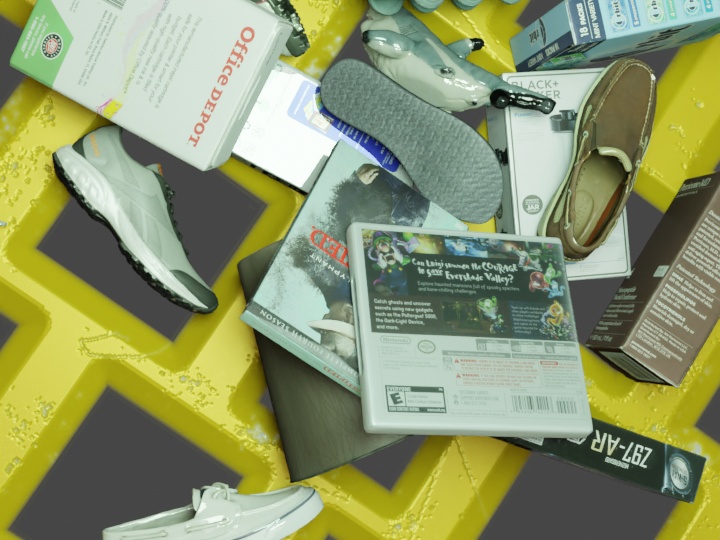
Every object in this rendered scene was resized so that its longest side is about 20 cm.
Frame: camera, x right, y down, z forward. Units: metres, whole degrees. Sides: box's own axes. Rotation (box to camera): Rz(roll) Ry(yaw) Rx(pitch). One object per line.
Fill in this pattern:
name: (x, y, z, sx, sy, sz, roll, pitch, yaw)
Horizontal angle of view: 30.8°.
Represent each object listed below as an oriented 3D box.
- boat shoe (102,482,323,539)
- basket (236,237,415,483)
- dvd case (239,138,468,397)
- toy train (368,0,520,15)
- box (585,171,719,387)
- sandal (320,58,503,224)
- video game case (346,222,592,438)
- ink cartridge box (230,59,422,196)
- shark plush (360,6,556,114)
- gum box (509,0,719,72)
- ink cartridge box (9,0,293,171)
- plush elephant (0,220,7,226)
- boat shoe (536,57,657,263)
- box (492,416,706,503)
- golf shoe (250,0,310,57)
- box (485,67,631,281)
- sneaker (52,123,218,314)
boat shoe: (-0.134, 0.225, 1.182, 0.199, 0.072, 0.066, -19, 96, -2)
basket: (-0.023, 0.064, 1.174, 0.180, 0.136, 0.201, -25, 87, 15)
dvd case: (0.000, 0.000, 1.118, 0.146, 0.022, 0.200, 34, 58, -10)
toy train: (0.077, -0.296, 1.199, 0.200, 0.085, 0.114, -12, 101, -40)
box: (0.307, 0.008, 1.249, 0.075, 0.100, 0.200, 35, 82, -7)
sandal: (0.054, -0.124, 1.195, 0.200, 0.043, 0.076, 42, 101, 4)
video game case: (0.090, 0.050, 1.100, 0.199, 0.023, 0.183, 4, 64, -19)
ink cartridge box: (-0.024, -0.111, 1.226, 0.200, 0.039, 0.100, 28, 83, -7)
shark plush: (0.084, -0.195, 1.200, 0.199, 0.091, 0.083, 18, 56, 27)
gum box: (0.258, -0.230, 1.212, 0.199, 0.170, 0.045, -14, 91, -10)
ink cartridge box: (-0.179, -0.197, 1.144, 0.200, 0.084, 0.145, 29, 101, 3)
plush elephant: (-0.405, -0.055, 1.096, 0.199, 0.155, 0.165, 13, 86, -9)
boat shoe: (0.229, -0.101, 1.190, 0.074, 0.075, 0.203, 20, 84, -10)
box: (0.189, 0.152, 1.193, 0.199, 0.160, 0.044, 20, 84, -10)
golf shoe: (-0.129, -0.263, 1.205, 0.088, 0.077, 0.200, -42, 94, 12)
box: (0.187, -0.089, 1.250, 0.116, 0.060, 0.201, -3, 88, -11)
sneaker: (-0.190, -0.045, 1.178, 0.079, 0.074, 0.200, -39, 95, -14)
